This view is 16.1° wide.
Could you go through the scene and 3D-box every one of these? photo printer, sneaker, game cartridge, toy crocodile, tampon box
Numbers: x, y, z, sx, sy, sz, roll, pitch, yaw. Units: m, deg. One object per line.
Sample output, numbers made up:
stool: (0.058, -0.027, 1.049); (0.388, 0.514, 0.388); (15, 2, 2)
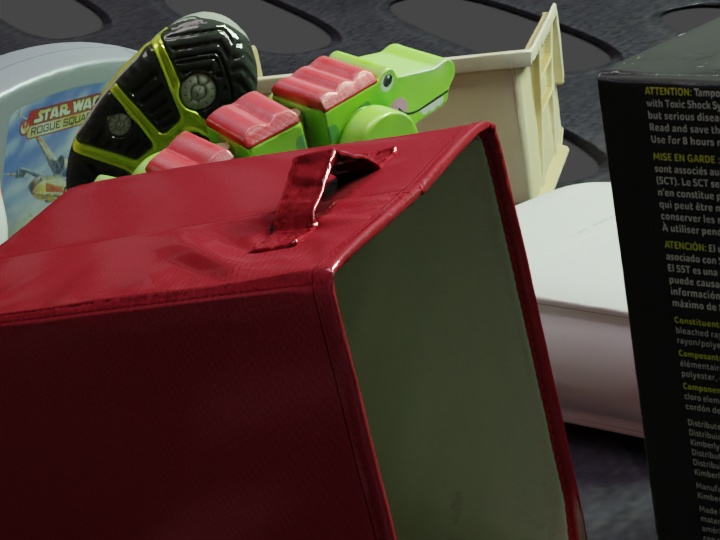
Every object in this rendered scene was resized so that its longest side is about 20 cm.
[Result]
photo printer: (0.130, 0.015, 1.155); (0.166, 0.070, 0.200); (-24, 22, -39)
sneaker: (-0.110, -0.039, 1.195); (0.075, 0.200, 0.076); (22, 24, -16)
game cartridge: (-0.158, -0.042, 1.242); (0.041, 0.134, 0.200); (24, 25, 26)
toy crocodile: (-0.039, -0.052, 1.107); (0.200, 0.062, 0.067); (-32, 38, -30)
tampon box: (0.188, 0.006, 0.934); (0.126, 0.201, 0.150); (6, 23, 40)

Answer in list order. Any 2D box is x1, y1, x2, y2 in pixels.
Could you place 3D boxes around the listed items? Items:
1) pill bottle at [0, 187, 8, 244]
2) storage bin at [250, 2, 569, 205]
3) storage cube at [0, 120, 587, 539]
pill bottle: (-0.201, -0.023, 1.046); (0.109, 0.110, 0.200); (-11, 19, -8)
storage bin: (0.017, -0.091, 1.498); (0.199, 0.094, 0.199); (-6, 13, 10)
storage cube: (-0.041, 0.062, 0.884); (0.179, 0.201, 0.171); (-8, 16, 24)
